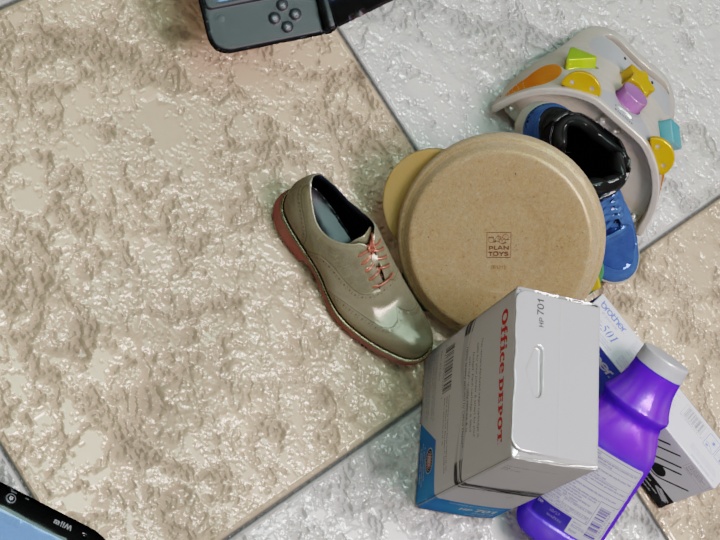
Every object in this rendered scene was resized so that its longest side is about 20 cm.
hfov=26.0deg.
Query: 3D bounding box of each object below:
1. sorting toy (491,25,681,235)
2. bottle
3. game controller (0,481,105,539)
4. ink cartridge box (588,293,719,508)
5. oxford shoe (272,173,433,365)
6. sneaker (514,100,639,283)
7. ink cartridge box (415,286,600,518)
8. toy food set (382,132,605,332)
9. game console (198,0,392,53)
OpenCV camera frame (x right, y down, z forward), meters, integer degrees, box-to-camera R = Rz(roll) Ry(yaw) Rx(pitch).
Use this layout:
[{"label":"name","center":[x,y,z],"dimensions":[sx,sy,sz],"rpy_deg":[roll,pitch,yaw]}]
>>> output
[{"label":"sorting toy","center":[0.259,-0.172,1.590],"dimensions":[0.199,0.107,0.181],"rpy_deg":[40,41,-6]},{"label":"bottle","center":[0.219,0.160,1.392],"dimensions":[0.083,0.065,0.201],"rpy_deg":[30,101,-1]},{"label":"game controller","center":[-0.292,0.216,1.217],"dimensions":[0.198,0.042,0.105],"rpy_deg":[30,62,-12]},{"label":"ink cartridge box","center":[0.255,0.124,1.464],"dimensions":[0.044,0.094,0.201],"rpy_deg":[-38,90,-30]},{"label":"oxford shoe","center":[0.000,0.000,1.407],"dimensions":[0.200,0.075,0.070],"rpy_deg":[48,59,-2]},{"label":"sneaker","center":[0.221,-0.067,1.483],"dimensions":[0.076,0.111,0.202],"rpy_deg":[-30,106,-8]},{"label":"ink cartridge box","center":[0.124,0.119,1.346],"dimensions":[0.085,0.200,0.148],"rpy_deg":[13,67,-19]},{"label":"toy food set","center":[0.126,-0.027,1.430],"dimensions":[0.197,0.049,0.200],"rpy_deg":[-15,102,9]},{"label":"game console","center":[-0.066,-0.311,1.360],"dimensions":[0.170,0.119,0.203],"rpy_deg":[-13,86,-13]}]
